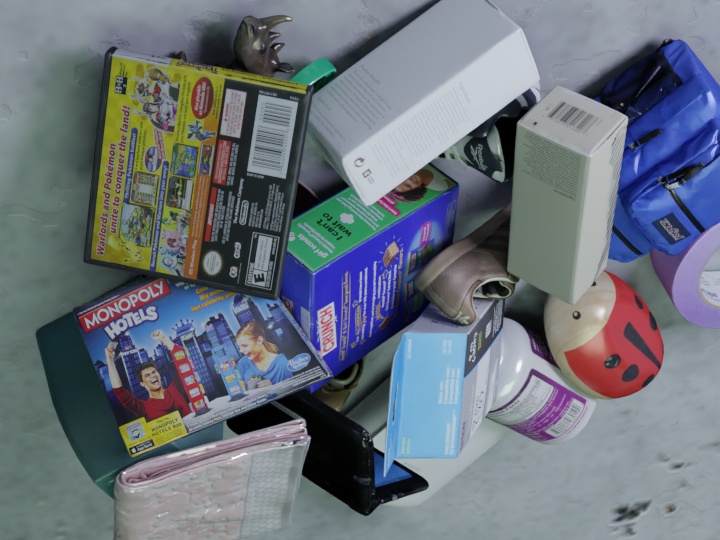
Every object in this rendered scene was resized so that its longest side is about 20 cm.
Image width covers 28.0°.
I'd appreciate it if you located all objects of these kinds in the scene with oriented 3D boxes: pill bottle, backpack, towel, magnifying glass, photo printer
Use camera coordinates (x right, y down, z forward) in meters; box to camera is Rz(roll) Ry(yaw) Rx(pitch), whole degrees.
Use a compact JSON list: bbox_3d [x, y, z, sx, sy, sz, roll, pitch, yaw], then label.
[{"bbox_3d":[0.173,0.120,1.656,0.112,0.112,0.200,-42,132,21],"label":"pill bottle"},{"bbox_3d":[0.284,-0.102,1.441,0.200,0.168,0.162,-33,129,19],"label":"backpack"},{"bbox_3d":[-0.148,0.226,1.412,0.191,0.032,0.200,-13,148,-19],"label":"towel"},{"bbox_3d":[-0.099,-0.123,1.339,0.200,0.022,0.080,-41,178,14],"label":"magnifying glass"},{"bbox_3d":[0.058,0.202,1.725,0.200,0.070,0.166,-42,132,21],"label":"photo printer"}]

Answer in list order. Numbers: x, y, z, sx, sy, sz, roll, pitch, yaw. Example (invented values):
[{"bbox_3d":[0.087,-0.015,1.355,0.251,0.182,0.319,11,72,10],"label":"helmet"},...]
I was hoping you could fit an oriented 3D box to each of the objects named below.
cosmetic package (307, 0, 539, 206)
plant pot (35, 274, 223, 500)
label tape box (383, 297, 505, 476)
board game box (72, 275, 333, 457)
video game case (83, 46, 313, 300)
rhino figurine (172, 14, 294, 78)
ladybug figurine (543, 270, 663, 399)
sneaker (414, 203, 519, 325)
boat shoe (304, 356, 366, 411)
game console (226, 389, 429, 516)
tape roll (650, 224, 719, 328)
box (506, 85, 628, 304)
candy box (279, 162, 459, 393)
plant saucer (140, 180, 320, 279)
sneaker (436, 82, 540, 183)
[{"bbox_3d":[0.052,-0.160,1.312,0.200,0.102,0.074,-35,136,-4],"label":"cosmetic package"},{"bbox_3d":[-0.223,0.140,1.466,0.141,0.200,0.141,-28,137,8],"label":"plant pot"},{"bbox_3d":[0.087,0.108,1.460,0.066,0.200,0.144,11,115,17],"label":"label tape box"},{"bbox_3d":[-0.155,0.045,1.352,0.200,0.200,0.062,-22,175,0],"label":"board game box"},{"bbox_3d":[-0.146,-0.084,1.277,0.180,0.026,0.200,11,112,1],"label":"video game case"},{"bbox_3d":[-0.131,-0.161,1.304,0.200,0.060,0.087,-42,128,20],"label":"rhino figurine"},{"bbox_3d":[0.284,0.074,1.638,0.200,0.072,0.136,39,68,-39],"label":"ladybug figurine"},{"bbox_3d":[0.135,-0.008,1.463,0.200,0.076,0.070,-33,172,-39],"label":"sneaker"},{"bbox_3d":[-0.031,0.101,1.593,0.074,0.066,0.200,-8,137,-14],"label":"boat shoe"},{"bbox_3d":[-0.035,0.158,1.517,0.116,0.200,0.176,-40,144,-34],"label":"game console"},{"bbox_3d":[0.436,-0.026,1.643,0.200,0.066,0.200,-10,136,-10],"label":"tape roll"},{"bbox_3d":[0.191,-0.068,1.349,0.068,0.082,0.200,-45,151,-31],"label":"box"},{"bbox_3d":[0.000,0.000,1.442,0.200,0.077,0.169,-33,145,-32],"label":"candy box"},{"bbox_3d":[-0.125,-0.016,1.440,0.200,0.032,0.201,-12,121,-20],"label":"plant saucer"},{"bbox_3d":[0.087,-0.125,1.368,0.199,0.130,0.080,-21,135,1],"label":"sneaker"}]
